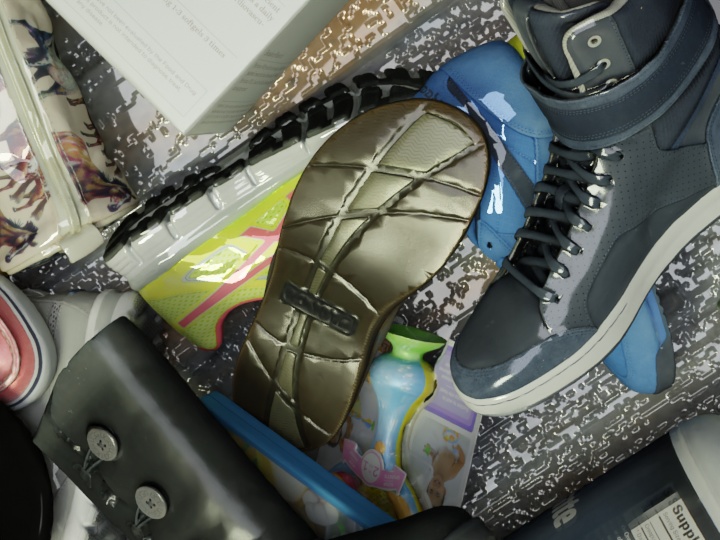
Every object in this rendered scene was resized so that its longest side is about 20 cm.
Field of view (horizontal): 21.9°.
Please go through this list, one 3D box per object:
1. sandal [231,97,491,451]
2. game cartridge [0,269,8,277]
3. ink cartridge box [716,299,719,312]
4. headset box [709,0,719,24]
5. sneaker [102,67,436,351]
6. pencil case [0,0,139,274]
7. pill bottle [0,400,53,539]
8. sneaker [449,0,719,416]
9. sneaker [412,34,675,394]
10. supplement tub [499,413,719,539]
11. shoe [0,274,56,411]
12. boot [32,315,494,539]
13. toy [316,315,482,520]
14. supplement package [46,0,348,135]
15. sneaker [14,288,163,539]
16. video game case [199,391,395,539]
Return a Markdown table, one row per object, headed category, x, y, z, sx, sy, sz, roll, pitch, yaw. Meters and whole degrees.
| category | x | y | z | sx | sy | sz | roll | pitch | yaw |
| --- | --- | --- | --- | --- | --- | --- | --- | --- | --- |
| sandal | 0.000 | 0.000 | 0.893 | 0.081 | 0.055 | 0.201 | 28 | 119 | 8 |
| game cartridge | -0.302 | -0.032 | 0.995 | 0.176 | 0.032 | 0.200 | -39 | 92 | 8 |
| ink cartridge box | 0.265 | 0.071 | 0.899 | 0.200 | 0.104 | 0.059 | 44 | 98 | 1 |
| headset box | 0.219 | -0.123 | 0.901 | 0.199 | 0.077 | 0.150 | 5 | 96 | 5 |
| sneaker | -0.026 | -0.030 | 0.946 | 0.199 | 0.078 | 0.091 | -30 | 105 | 10 |
| pencil case | -0.180 | -0.098 | 0.942 | 0.077 | 0.089 | 0.201 | -22 | 92 | -7 |
| pill bottle | -0.260 | 0.128 | 0.935 | 0.199 | 0.112 | 0.112 | -15 | 94 | 34 |
| sneaker | 0.085 | -0.045 | 0.812 | 0.202 | 0.077 | 0.146 | -48 | 128 | -3 |
| sneaker | 0.088 | -0.016 | 0.912 | 0.078 | 0.066 | 0.201 | -30 | 109 | -5 |
| supplement tub | 0.153 | 0.159 | 0.898 | 0.200 | 0.140 | 0.141 | -34 | 91 | 11 |
| shoe | -0.246 | 0.005 | 0.917 | 0.200 | 0.091 | 0.072 | 35 | 95 | 9 |
| boot | -0.052 | 0.097 | 0.853 | 0.200 | 0.066 | 0.165 | 50 | 126 | 14 |
| toy | -0.005 | 0.123 | 0.933 | 0.047 | 0.115 | 0.201 | 13 | 96 | -38 |
| supplement package | -0.048 | -0.177 | 0.906 | 0.117 | 0.117 | 0.200 | 44 | 99 | 2 |
| sneaker | -0.159 | 0.104 | 0.977 | 0.082 | 0.075 | 0.201 | 12 | 89 | 18 |
| video game case | -0.051 | 0.179 | 0.930 | 0.143 | 0.018 | 0.201 | 33 | 121 | 24 |
